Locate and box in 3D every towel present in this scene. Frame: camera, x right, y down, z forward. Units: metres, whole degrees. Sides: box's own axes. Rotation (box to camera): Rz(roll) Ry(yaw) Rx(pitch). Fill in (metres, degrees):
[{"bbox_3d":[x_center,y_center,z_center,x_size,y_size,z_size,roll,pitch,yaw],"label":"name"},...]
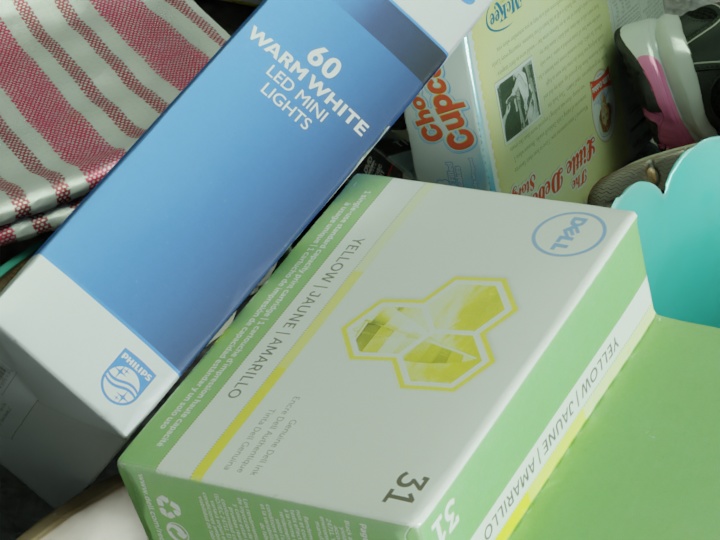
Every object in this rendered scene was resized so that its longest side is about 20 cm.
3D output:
[{"bbox_3d":[-0.136,-0.062,0.841,0.199,0.030,0.146,-21,43,-24],"label":"towel"}]

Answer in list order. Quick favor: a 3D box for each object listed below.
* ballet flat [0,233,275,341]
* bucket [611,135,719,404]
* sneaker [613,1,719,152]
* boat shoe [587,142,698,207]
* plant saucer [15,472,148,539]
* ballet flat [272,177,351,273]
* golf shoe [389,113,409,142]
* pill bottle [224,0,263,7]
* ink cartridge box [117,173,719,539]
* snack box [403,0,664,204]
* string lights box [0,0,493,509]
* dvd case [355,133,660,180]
[{"bbox_3d":[-0.072,-0.006,0.851,0.072,0.068,0.200,29,36,6],"label":"ballet flat"},{"bbox_3d":[0.176,0.054,0.782,0.205,0.136,0.208,-1,35,0],"label":"bucket"},{"bbox_3d":[0.189,-0.079,1.023,0.200,0.086,0.081,-1,72,-64],"label":"sneaker"},{"bbox_3d":[0.186,-0.018,0.972,0.198,0.076,0.072,1,2,-12],"label":"boat shoe"},{"bbox_3d":[-0.028,0.122,0.650,0.198,0.030,0.201,-7,38,6],"label":"plant saucer"},{"bbox_3d":[0.000,0.000,0.885,0.066,0.057,0.200,2,36,-27],"label":"ballet flat"},{"bbox_3d":[0.038,-0.143,1.008,0.088,0.077,0.201,35,60,-37],"label":"golf shoe"},{"bbox_3d":[-0.002,-0.170,1.090,0.198,0.112,0.112,10,33,-15],"label":"pill bottle"},{"bbox_3d":[0.052,0.041,0.661,0.199,0.048,0.146,8,41,32],"label":"ink cartridge box"},{"bbox_3d":[0.076,-0.087,0.961,0.037,0.117,0.200,-1,22,29],"label":"snack box"},{"bbox_3d":[-0.047,-0.024,0.751,0.059,0.103,0.200,40,65,-2],"label":"string lights box"},{"bbox_3d":[0.114,-0.008,0.991,0.145,0.022,0.200,-17,46,-43],"label":"dvd case"}]
